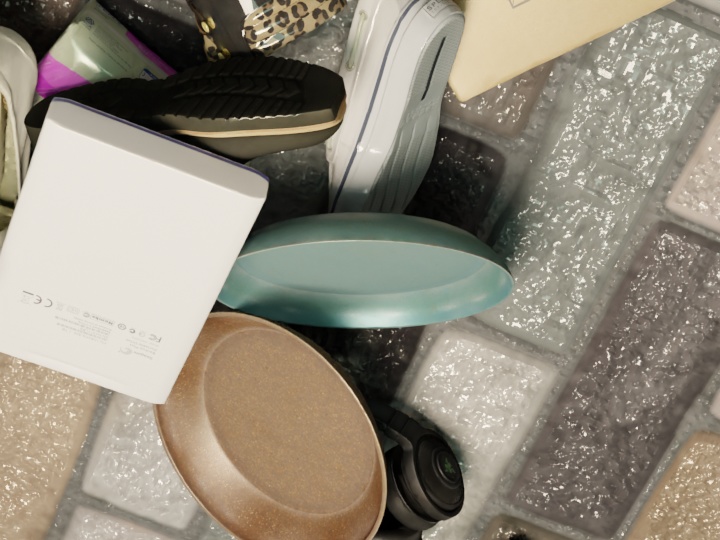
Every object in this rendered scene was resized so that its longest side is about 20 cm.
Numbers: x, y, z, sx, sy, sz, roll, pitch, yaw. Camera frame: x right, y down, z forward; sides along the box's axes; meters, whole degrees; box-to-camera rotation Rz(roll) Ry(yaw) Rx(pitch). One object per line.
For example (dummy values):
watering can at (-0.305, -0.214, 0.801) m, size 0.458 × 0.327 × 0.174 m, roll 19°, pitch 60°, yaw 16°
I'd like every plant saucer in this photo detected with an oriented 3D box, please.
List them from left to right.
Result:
plant saucer at (-0.058, 0.113, 1.111) m, size 0.199 × 0.037 × 0.202 m, roll 18°, pitch 123°, yaw 28°
plant saucer at (0.000, 0.000, 1.023) m, size 0.197 × 0.028 × 0.200 m, roll 0°, pitch 163°, yaw 0°

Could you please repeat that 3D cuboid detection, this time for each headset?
headset at (0.035, 0.168, 1.162) m, size 0.199 × 0.094 × 0.124 m, roll 36°, pitch 122°, yaw 3°

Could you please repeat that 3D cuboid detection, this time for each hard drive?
hard drive at (-0.150, -0.005, 0.959) m, size 0.131 × 0.026 × 0.201 m, roll 20°, pitch 134°, yaw -11°

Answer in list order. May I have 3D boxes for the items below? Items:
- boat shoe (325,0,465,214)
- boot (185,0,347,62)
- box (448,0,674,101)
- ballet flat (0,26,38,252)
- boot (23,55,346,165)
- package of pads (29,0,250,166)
boat shoe at (0.010, -0.101, 1.013) m, size 0.067 × 0.073 × 0.201 m, roll 39°, pitch 129°, yaw 22°
boot at (-0.117, -0.191, 0.969) m, size 0.198 × 0.073 × 0.152 m, roll -24°, pitch 114°, yaw 12°
box at (0.085, -0.220, 0.957) m, size 0.162 × 0.021 × 0.201 m, roll -24°, pitch 114°, yaw 17°
ballet flat at (-0.235, -0.050, 0.984) m, size 0.069 × 0.070 × 0.202 m, roll 8°, pitch 117°, yaw 1°
boot at (-0.092, -0.050, 0.970) m, size 0.198 × 0.078 × 0.140 m, roll -2°, pitch 123°, yaw 21°
package of pads at (-0.180, -0.054, 1.051) m, size 0.154 × 0.068 × 0.200 m, roll 40°, pitch 116°, yaw -14°
